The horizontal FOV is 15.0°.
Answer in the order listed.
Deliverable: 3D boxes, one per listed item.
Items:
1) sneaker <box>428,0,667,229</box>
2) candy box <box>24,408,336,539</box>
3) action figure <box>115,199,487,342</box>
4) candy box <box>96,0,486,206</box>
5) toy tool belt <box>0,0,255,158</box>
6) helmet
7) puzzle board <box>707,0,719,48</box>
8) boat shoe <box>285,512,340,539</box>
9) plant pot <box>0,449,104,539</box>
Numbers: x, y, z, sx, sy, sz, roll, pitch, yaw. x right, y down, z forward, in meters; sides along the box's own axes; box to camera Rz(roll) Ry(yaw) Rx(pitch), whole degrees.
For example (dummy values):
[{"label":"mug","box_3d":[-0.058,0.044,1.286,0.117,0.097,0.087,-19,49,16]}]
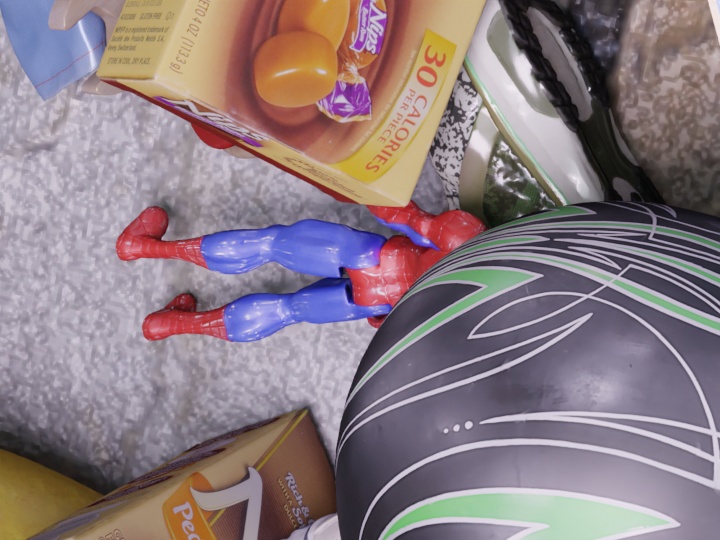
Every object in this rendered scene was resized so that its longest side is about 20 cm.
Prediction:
[{"label":"sneaker","box_3d":[0.069,-0.014,1.069,0.088,0.077,0.201,-26,86,29]},{"label":"candy box","box_3d":[-0.062,0.135,1.044,0.055,0.200,0.116,-19,93,26]},{"label":"action figure","box_3d":[0.000,0.000,1.061,0.199,0.052,0.066,2,115,35]},{"label":"candy box","box_3d":[-0.004,-0.138,1.010,0.116,0.056,0.201,26,82,-28]},{"label":"toy tool belt","box_3d":[-0.108,-0.122,1.055,0.125,0.122,0.201,-26,89,53]},{"label":"helmet","box_3d":[0.090,0.070,0.932,0.199,0.200,0.191,24,133,9]},{"label":"puzzle board","box_3d":[0.214,-0.037,0.954,0.150,0.017,0.201,-13,100,19]},{"label":"boat shoe","box_3d":[0.023,0.178,1.014,0.070,0.071,0.201,-31,59,37]},{"label":"plant pot","box_3d":[-0.164,0.149,1.095,0.141,0.200,0.202,-3,98,-13]}]
